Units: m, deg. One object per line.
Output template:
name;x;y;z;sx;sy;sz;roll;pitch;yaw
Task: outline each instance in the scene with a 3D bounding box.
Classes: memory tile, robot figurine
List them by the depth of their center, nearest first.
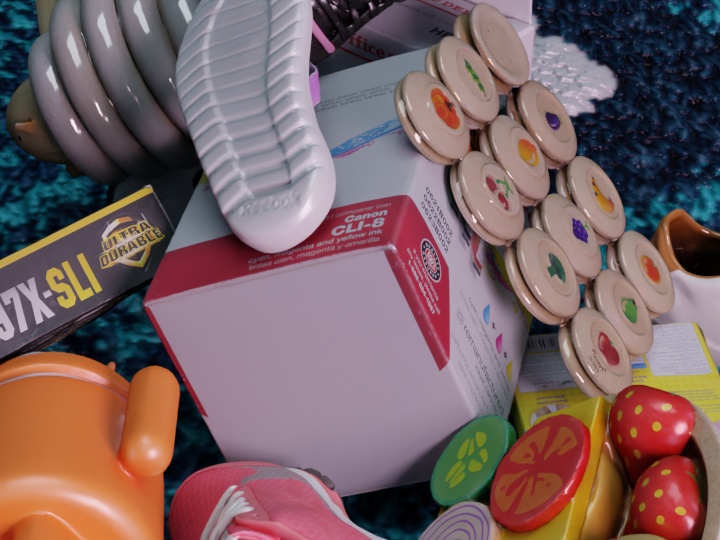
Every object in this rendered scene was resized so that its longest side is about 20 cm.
robot figurine;-0.153;0.116;1.121;0.116;0.144;0.200;8;27;-8
memory tile;0.096;-0.038;1.216;0.017;0.200;0.153;-30;10;30

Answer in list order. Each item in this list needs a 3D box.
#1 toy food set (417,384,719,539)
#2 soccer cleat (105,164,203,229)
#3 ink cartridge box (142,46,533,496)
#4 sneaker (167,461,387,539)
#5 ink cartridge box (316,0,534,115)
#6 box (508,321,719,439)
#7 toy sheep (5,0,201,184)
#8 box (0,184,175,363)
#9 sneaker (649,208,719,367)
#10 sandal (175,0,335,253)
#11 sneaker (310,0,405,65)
toy food set;0.086;0.136;1.059;0.198;0.049;0.200;-25;37;43
soccer cleat;-0.091;-0.080;1.446;0.086;0.070;0.200;17;44;10
ink cartridge box;0.000;0.000;1.227;0.144;0.146;0.200;-14;31;23
sneaker;-0.042;0.128;1.093;0.087;0.074;0.200;25;-3;-39
ink cartridge box;0.034;-0.098;1.346;0.116;0.201;0.067;26;42;33
box;0.143;0.106;1.195;0.117;0.049;0.200;-4;34;-6
toy sheep;-0.118;-0.121;1.338;0.200;0.138;0.138;-28;32;18
box;-0.207;0.035;1.218;0.200;0.049;0.160;-29;2;-33
sneaker;0.242;0.024;1.275;0.199;0.085;0.073;21;39;25
sandal;-0.049;-0.080;1.187;0.082;0.050;0.203;-25;46;19
sneaker;0.009;-0.160;1.255;0.099;0.071;0.200;26;68;44
